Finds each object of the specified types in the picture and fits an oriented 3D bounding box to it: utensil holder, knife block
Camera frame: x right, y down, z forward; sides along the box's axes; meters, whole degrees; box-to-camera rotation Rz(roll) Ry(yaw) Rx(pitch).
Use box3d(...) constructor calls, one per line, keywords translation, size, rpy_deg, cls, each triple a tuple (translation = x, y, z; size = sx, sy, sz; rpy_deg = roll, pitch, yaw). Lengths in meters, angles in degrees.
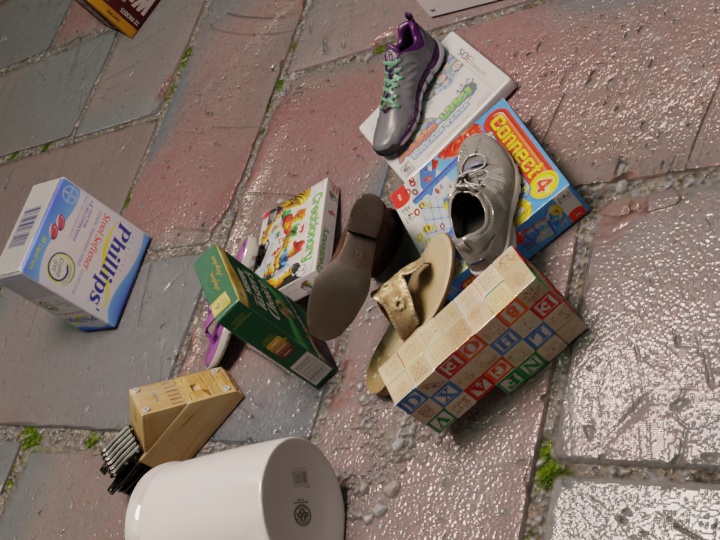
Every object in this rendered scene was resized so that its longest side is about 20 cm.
box3d(translation=(-0.141, 0.290, 1.128), size=(0.198, 0.170, 0.172), rpy_deg=(-18, 50, 30), cls="utensil holder")
box3d(translation=(-0.265, 0.242, 1.374), size=(0.198, 0.177, 0.064), rpy_deg=(-13, 34, -25), cls="knife block")

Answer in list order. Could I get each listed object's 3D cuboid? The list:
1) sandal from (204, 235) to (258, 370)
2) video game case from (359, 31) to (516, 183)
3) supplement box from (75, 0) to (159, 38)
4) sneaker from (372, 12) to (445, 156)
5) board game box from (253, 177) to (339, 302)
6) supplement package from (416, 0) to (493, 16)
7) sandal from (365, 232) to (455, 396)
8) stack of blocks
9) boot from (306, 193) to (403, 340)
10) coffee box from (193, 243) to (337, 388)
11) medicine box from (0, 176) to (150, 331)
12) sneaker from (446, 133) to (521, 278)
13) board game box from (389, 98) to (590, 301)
box3d(translation=(-0.198, 0.043, 1.417), size=(0.082, 0.049, 0.205), rpy_deg=(-159, 88, -79), cls="sandal")
box3d(translation=(0.103, -0.230, 1.390), size=(0.200, 0.024, 0.182), rpy_deg=(-45, 40, 9), cls="video game case")
box3d(translation=(-0.547, -0.668, 2.246), size=(0.201, 0.133, 0.197), rpy_deg=(-54, 40, -3), cls="supplement box")
box3d(translation=(0.047, -0.261, 1.380), size=(0.074, 0.087, 0.202), rpy_deg=(1, 61, 44), cls="sneaker")
box3d(translation=(-0.094, -0.033, 1.398), size=(0.125, 0.035, 0.201), rpy_deg=(-27, 36, 26), cls="board game box")
box3d(translation=(0.148, -0.516, 1.459), size=(0.150, 0.152, 0.202), rpy_deg=(-2, 60, 42), cls="supplement package")
box3d(translation=(0.040, 0.049, 1.152), size=(0.078, 0.069, 0.214), rpy_deg=(47, 118, 56), cls="sandal")
box3d(translation=(0.131, 0.084, 1.060), size=(0.200, 0.115, 0.059), rpy_deg=(-43, 40, 12), cls="stack of blocks")
box3d(translation=(0.000, 0.000, 1.230), size=(0.064, 0.200, 0.188), rpy_deg=(24, 89, 8), cls="boot")
box3d(translation=(-0.119, 0.060, 1.248), size=(0.044, 0.200, 0.123), rpy_deg=(-42, 41, 10), cls="coffee box")
box3d(translation=(-0.484, -0.024, 1.657), size=(0.102, 0.200, 0.184), rpy_deg=(-8, 56, 42), cls="medicine box")
box3d(translation=(0.137, -0.088, 1.119), size=(0.074, 0.082, 0.202), rpy_deg=(-26, 46, 28), cls="sneaker")
box3d(translation=(0.152, -0.084, 1.211), size=(0.195, 0.056, 0.201), rpy_deg=(-41, 41, 14), cls="board game box")
